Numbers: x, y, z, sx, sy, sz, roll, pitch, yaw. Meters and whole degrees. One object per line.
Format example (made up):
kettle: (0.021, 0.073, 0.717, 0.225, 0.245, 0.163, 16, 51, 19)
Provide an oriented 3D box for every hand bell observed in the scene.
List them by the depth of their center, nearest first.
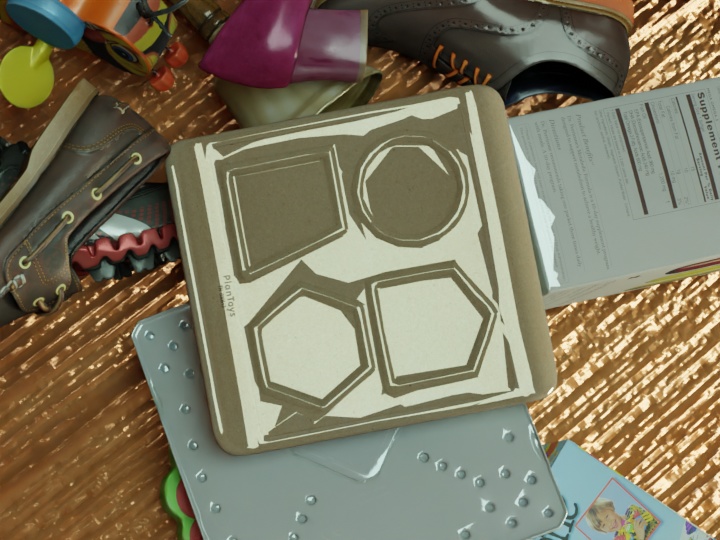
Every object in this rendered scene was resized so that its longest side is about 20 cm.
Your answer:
hand bell: (-0.093, -0.151, 1.667, 0.104, 0.104, 0.200, -42, 82, -19)

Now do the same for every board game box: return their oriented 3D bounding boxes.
board game box: (-0.007, 0.090, 1.605, 0.200, 0.026, 0.200, -21, 76, -2)
board game box: (0.161, 0.201, 1.668, 0.200, 0.103, 0.105, 35, 74, -10)

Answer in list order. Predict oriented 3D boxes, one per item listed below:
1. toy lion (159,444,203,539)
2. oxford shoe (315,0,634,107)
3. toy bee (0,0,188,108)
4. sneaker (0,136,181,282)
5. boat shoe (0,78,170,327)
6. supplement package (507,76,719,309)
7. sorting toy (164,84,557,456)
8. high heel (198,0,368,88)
toy lion: (-0.030, 0.095, 1.652, 0.192, 0.069, 0.200, -13, 85, -11)
oxford shoe: (0.067, -0.141, 1.691, 0.200, 0.071, 0.073, 4, 67, 0)
toy bee: (-0.156, -0.142, 1.609, 0.131, 0.200, 0.109, -44, 138, -3)
sneaker: (-0.175, -0.036, 1.615, 0.200, 0.071, 0.098, -10, 87, -17)
boat shoe: (-0.181, -0.012, 1.537, 0.070, 0.070, 0.200, 36, 77, -4)
supplement package: (0.173, -0.048, 1.705, 0.200, 0.114, 0.110, -12, 84, -18)
sorting toy: (0.000, 0.000, 1.590, 0.200, 0.036, 0.185, -10, 84, -4)
high heel: (-0.047, -0.201, 1.615, 0.096, 0.067, 0.200, 2, 66, -12)
